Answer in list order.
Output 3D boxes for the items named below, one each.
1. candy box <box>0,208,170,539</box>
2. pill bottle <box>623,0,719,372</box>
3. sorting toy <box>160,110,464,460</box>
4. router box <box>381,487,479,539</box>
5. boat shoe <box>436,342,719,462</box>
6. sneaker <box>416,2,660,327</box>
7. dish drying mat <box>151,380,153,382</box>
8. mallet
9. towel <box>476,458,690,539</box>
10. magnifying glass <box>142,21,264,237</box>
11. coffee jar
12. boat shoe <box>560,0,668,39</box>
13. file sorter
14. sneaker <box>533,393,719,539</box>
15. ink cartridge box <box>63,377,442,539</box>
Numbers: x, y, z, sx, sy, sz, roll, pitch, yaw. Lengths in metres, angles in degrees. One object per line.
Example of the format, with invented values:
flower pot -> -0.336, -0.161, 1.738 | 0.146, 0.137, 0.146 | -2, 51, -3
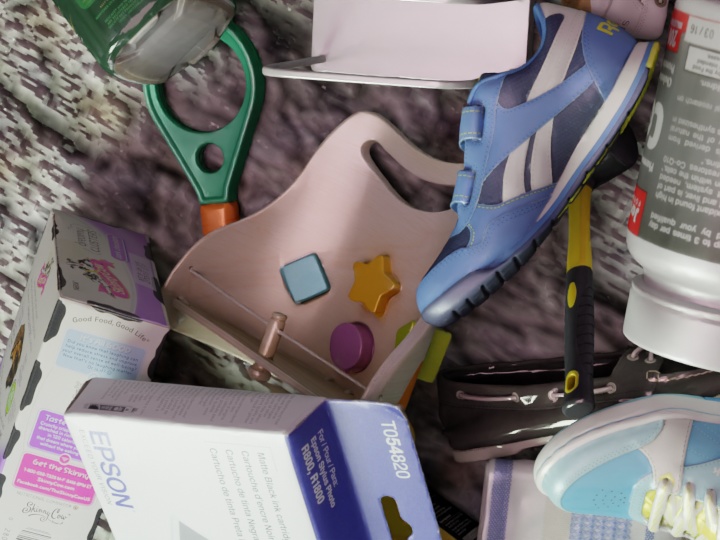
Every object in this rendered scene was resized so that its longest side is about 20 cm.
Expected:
candy box -> -0.189, 0.084, 1.227 | 0.071, 0.168, 0.200 | 17, 106, -16
pill bottle -> 0.213, -0.050, 1.092 | 0.114, 0.114, 0.200 | 15, 103, 17
sorting toy -> 0.000, 0.000, 1.179 | 0.200, 0.107, 0.180 | 31, 97, 43
router box -> -0.019, 0.216, 1.251 | 0.149, 0.051, 0.200 | 34, 108, 14
boat shoe -> 0.135, 0.068, 1.165 | 0.200, 0.067, 0.057 | -16, 98, 25
sneaker -> 0.083, -0.060, 1.082 | 0.082, 0.074, 0.200 | 35, 85, 5
dish drying mat -> -0.104, 0.160, 1.250 | 0.200, 0.018, 0.077 | 49, 113, 26
mallet -> 0.131, -0.009, 1.102 | 0.066, 0.200, 0.041 | -33, 130, 30
towel -> 0.164, 0.188, 1.170 | 0.200, 0.024, 0.147 | 4, 100, 1
magnifying glass -> -0.094, -0.064, 1.252 | 0.080, 0.022, 0.200 | -4, 98, 20
coffee jar -> -0.170, -0.213, 1.202 | 0.085, 0.104, 0.200 | -42, 76, 13
boat shoe -> 0.176, -0.228, 1.108 | 0.069, 0.071, 0.200 | 17, 97, -10
file sorter -> 0.023, -0.208, 1.131 | 0.139, 0.125, 0.200 | 6, 100, 18
sneaker -> 0.203, 0.138, 1.083 | 0.200, 0.131, 0.080 | -4, 137, -5
ink cartridge box -> -0.052, 0.153, 1.122 | 0.200, 0.041, 0.200 | 2, 128, 25
